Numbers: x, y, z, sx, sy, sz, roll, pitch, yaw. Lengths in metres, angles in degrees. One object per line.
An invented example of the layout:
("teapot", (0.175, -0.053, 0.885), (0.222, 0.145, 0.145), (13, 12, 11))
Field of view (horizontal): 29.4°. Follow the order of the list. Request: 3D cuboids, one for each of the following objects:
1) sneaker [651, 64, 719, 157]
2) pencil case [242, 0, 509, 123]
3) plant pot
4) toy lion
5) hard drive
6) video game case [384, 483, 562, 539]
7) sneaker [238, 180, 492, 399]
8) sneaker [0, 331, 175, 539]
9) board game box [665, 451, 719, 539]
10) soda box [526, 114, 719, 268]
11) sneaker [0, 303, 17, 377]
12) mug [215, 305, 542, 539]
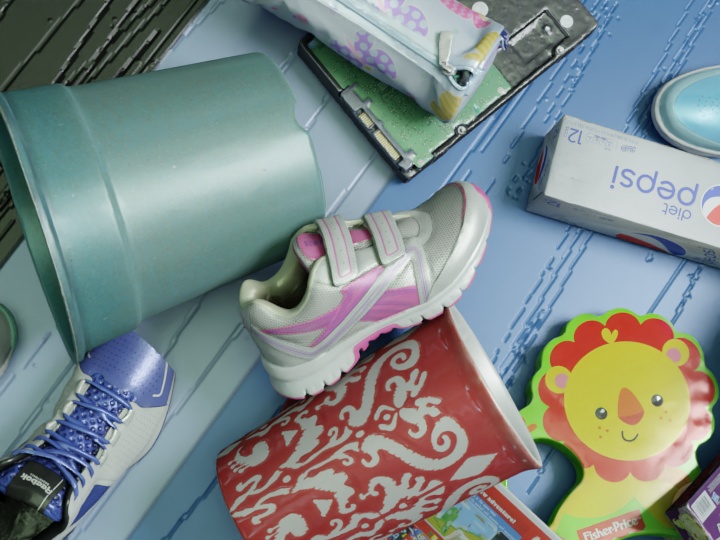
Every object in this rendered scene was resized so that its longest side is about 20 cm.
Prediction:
("sneaker", (0.335, -0.134, 1.056), (0.200, 0.131, 0.080), (0, 84, -5))
("pencil case", (0.007, -0.189, 1.014), (0.200, 0.091, 0.083), (32, 121, 1))
("plant pot", (-0.141, -0.060, 0.976), (0.196, 0.200, 0.201), (-19, 85, -15))
("toy lion", (0.182, 0.131, 1.046), (0.200, 0.069, 0.192), (-18, 78, -8))
("hard drive", (0.068, -0.182, 1.083), (0.200, 0.038, 0.140), (-40, 88, -10))
("video game case", (0.030, 0.224, 0.996), (0.200, 0.017, 0.143), (-45, 59, -6))
("sneaker", (0.000, 0.000, 0.940), (0.200, 0.081, 0.088), (-38, 124, 2))
("sneaker", (-0.204, 0.135, 0.973), (0.080, 0.115, 0.200), (34, 80, -1))
("board game box", (0.317, 0.170, 1.019), (0.200, 0.032, 0.120), (-34, 84, -39))
("soda box", (0.236, -0.055, 1.069), (0.200, 0.063, 0.068), (16, 80, -4))
("sneaker", (-0.331, 0.087, 0.953), (0.200, 0.140, 0.078), (-39, 87, -9))
("mug", (0.009, 0.123, 0.991), (0.200, 0.178, 0.134), (-31, 104, 7))
